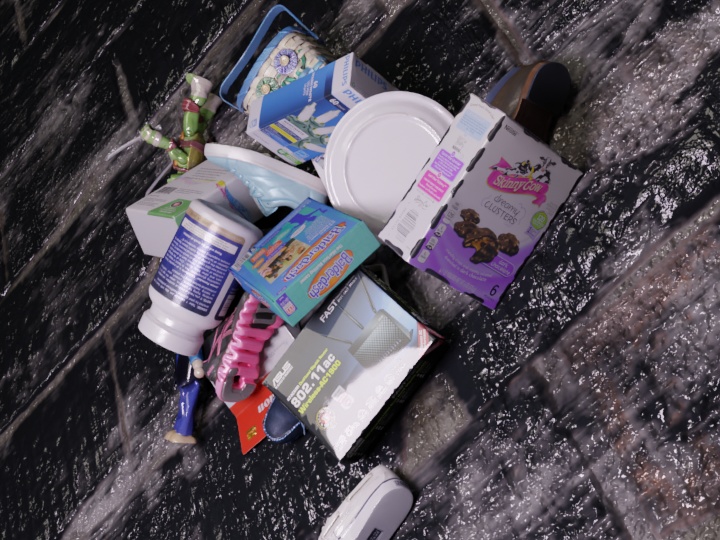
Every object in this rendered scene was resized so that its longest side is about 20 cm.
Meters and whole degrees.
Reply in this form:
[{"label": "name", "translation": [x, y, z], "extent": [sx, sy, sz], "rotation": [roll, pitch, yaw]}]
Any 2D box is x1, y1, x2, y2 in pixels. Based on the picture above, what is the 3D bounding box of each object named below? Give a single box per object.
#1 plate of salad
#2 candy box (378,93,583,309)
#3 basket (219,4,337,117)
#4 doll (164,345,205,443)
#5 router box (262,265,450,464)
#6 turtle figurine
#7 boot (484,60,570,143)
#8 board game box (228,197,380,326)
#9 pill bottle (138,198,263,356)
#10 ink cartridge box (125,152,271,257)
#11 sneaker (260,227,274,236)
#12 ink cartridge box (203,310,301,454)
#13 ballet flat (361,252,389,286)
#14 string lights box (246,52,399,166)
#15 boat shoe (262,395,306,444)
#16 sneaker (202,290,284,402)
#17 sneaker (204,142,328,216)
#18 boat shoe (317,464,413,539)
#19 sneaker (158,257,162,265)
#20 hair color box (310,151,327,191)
[{"label": "plate of salad", "translation": [0.050, -0.134, 1.502], "extent": [0.197, 0.048, 0.203], "rotation": [1, 95, 9]}, {"label": "candy box", "translation": [0.144, -0.078, 1.340], "extent": [0.201, 0.167, 0.071], "rotation": [-57, 41, 7]}, {"label": "basket", "translation": [-0.118, -0.302, 1.760], "extent": [0.200, 0.139, 0.177], "rotation": [40, 101, 39]}, {"label": "doll", "translation": [-0.256, 0.153, 1.688], "extent": [0.136, 0.048, 0.203], "rotation": [170, 105, -71]}, {"label": "router box", "translation": [-0.006, 0.116, 1.422], "extent": [0.150, 0.062, 0.201], "rotation": [40, 97, 24]}, {"label": "turtle figurine", "translation": [-0.326, -0.234, 1.945], "extent": [0.199, 0.144, 0.196], "rotation": [7, 71, 44]}, {"label": "boot", "translation": [0.188, -0.174, 1.438], "extent": [0.201, 0.074, 0.097], "rotation": [-59, 23, 4]}, {"label": "board game box", "translation": [-0.077, -0.016, 1.468], "extent": [0.152, 0.045, 0.200], "rotation": [-42, 24, -9]}, {"label": "pill bottle", "translation": [-0.229, 0.011, 1.603], "extent": [0.115, 0.115, 0.202], "rotation": [33, 97, 50]}, {"label": "ink cartridge box", "translation": [-0.235, -0.101, 1.744], "extent": [0.199, 0.085, 0.144], "rotation": [-36, 29, -32]}, {"label": "sneaker", "translation": [-0.132, -0.029, 1.702], "extent": [0.082, 0.072, 0.199], "rotation": [-25, 19, -22]}, {"label": "ink cartridge box", "translation": [-0.149, 0.136, 1.631], "extent": [0.160, 0.047, 0.201], "rotation": [-42, 42, 23]}, {"label": "ballet flat", "translation": [0.000, 0.000, 1.544], "extent": [0.063, 0.076, 0.201], "rotation": [-24, 51, -3]}, {"label": "string lights box", "translation": [-0.053, -0.222, 1.581], "extent": [0.199, 0.102, 0.060], "rotation": [-18, 54, 39]}, {"label": "boat shoe", "translation": [-0.076, 0.140, 1.515], "extent": [0.084, 0.069, 0.201], "rotation": [30, 95, 18]}, {"label": "sneaker", "translation": [-0.168, 0.080, 1.602], "extent": [0.095, 0.079, 0.202], "rotation": [33, 100, 49]}, {"label": "sneaker", "translation": [-0.143, -0.125, 1.664], "extent": [0.074, 0.198, 0.083], "rotation": [171, 120, -87]}, {"label": "boat shoe", "translation": [-0.018, 0.323, 1.375], "extent": [0.201, 0.072, 0.066], "rotation": [-56, 36, 7]}, {"label": "sneaker", "translation": [-0.276, -0.018, 1.791], "extent": [0.076, 0.115, 0.200], "rotation": [-57, 41, 14]}, {"label": "hair color box", "translation": [-0.008, -0.166, 1.630], "extent": [0.111, 0.064, 0.201], "rotation": [-45, 44, 18]}]
